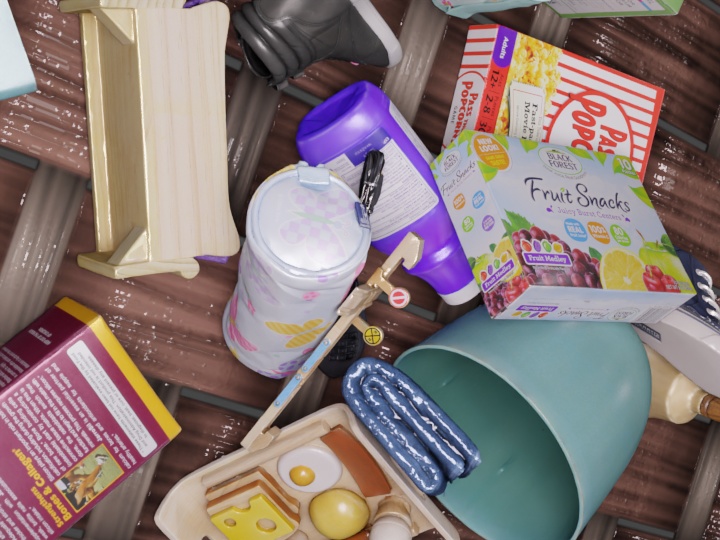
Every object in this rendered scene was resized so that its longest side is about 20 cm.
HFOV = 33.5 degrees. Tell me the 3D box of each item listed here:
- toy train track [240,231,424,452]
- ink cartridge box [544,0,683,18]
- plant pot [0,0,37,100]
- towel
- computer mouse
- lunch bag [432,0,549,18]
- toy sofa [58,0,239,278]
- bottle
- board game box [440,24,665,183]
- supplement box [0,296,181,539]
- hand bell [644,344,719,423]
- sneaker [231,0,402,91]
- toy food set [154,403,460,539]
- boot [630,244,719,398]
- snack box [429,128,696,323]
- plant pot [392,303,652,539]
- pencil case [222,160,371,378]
[{"bbox_3d":[-0.013,0.059,0.868,0.032,0.115,0.200,40,100,6],"label":"toy train track"},{"bbox_3d":[0.231,-0.268,0.982,0.059,0.200,0.104,29,84,-30],"label":"ink cartridge box"},{"bbox_3d":[-0.323,-0.148,0.719,0.199,0.141,0.142,-22,108,-18],"label":"plant pot"},{"bbox_3d":[0.036,0.114,0.889,0.048,0.200,0.112,-42,81,-3],"label":"towel"},{"bbox_3d":[0.000,0.000,0.937,0.034,0.059,0.201,12,122,-1],"label":"computer mouse"},{"bbox_3d":[0.104,-0.299,0.921,0.121,0.170,0.202,-6,101,-22],"label":"lunch bag"},{"bbox_3d":[-0.150,-0.097,0.854,0.097,0.083,0.202,-8,101,-33],"label":"toy sofa"},{"bbox_3d":[0.033,-0.056,0.968,0.083,0.065,0.200,-29,119,23],"label":"bottle"},{"bbox_3d":[0.168,-0.114,1.058,0.199,0.046,0.153,12,91,-31],"label":"board game box"},{"bbox_3d":[-0.242,0.126,0.832,0.200,0.085,0.111,-40,115,-20],"label":"supplement box"},{"bbox_3d":[0.325,0.125,1.089,0.104,0.200,0.105,-12,112,-33],"label":"hand bell"},{"bbox_3d":[-0.035,-0.175,0.893,0.099,0.200,0.071,-38,74,8],"label":"sneaker"},{"bbox_3d":[-0.042,0.196,0.920,0.199,0.061,0.144,-28,118,24],"label":"toy food set"},{"bbox_3d":[0.300,0.036,1.079,0.090,0.200,0.073,-40,147,-21],"label":"boot"},{"bbox_3d":[0.163,-0.032,0.953,0.199,0.053,0.143,3,55,-39],"label":"snack box"},{"bbox_3d":[0.148,0.106,1.000,0.161,0.200,0.202,-36,114,-33],"label":"plant pot"},{"bbox_3d":[-0.051,0.005,0.861,0.082,0.200,0.091,-8,66,-16],"label":"pencil case"}]
